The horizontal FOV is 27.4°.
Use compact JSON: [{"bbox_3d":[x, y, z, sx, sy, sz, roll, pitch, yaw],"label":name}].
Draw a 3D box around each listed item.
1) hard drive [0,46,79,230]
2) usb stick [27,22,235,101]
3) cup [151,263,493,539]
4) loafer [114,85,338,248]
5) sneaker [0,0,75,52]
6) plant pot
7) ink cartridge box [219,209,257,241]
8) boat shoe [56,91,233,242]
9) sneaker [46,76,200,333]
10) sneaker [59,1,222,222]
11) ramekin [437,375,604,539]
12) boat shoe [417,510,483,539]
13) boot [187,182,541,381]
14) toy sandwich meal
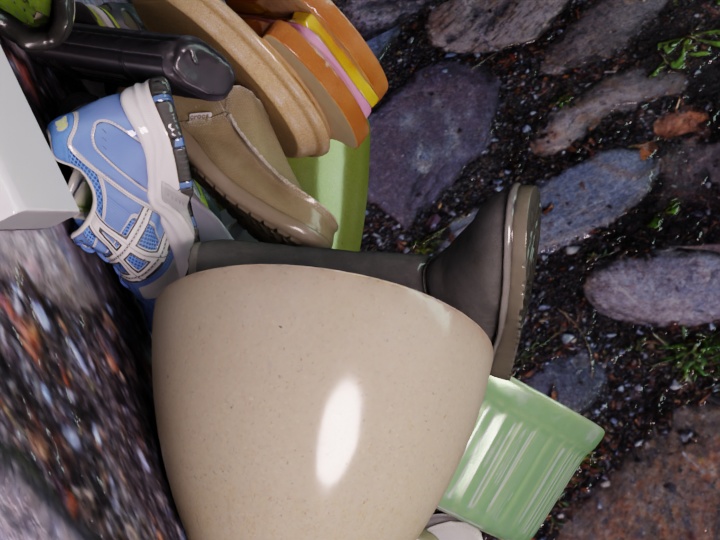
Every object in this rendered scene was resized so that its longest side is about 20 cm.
[{"bbox_3d":[-0.210,-0.115,0.755,0.201,0.027,0.132,64,3,-1],"label":"hard drive"},{"bbox_3d":[-0.151,-0.135,0.941,0.055,0.033,0.200,24,-5,-40],"label":"usb stick"},{"bbox_3d":[-0.030,0.103,0.833,0.200,0.199,0.144,59,36,-62],"label":"cup"},{"bbox_3d":[-0.080,-0.079,0.954,0.200,0.067,0.076,40,-8,26],"label":"loafer"},{"bbox_3d":[-0.221,-0.211,0.881,0.088,0.073,0.201,59,-7,48],"label":"sneaker"},{"bbox_3d":[-0.074,-0.036,1.325,0.187,0.186,0.201,60,20,-57],"label":"plant pot"},{"bbox_3d":[-0.073,0.063,1.144,0.147,0.083,0.201,-106,171,-70],"label":"ink cartridge box"},{"bbox_3d":[-0.143,-0.039,0.993,0.200,0.070,0.066,54,-4,-38],"label":"boat shoe"},{"bbox_3d":[-0.140,-0.032,0.906,0.076,0.077,0.201,-111,-168,-45],"label":"sneaker"},{"bbox_3d":[-0.147,-0.111,1.085,0.081,0.074,0.201,-33,101,-46],"label":"sneaker"},{"bbox_3d":[0.059,0.107,1.025,0.199,0.098,0.200,28,-2,1],"label":"ramekin"},{"bbox_3d":[0.025,0.200,0.928,0.200,0.068,0.075,-15,92,-50],"label":"boat shoe"},{"bbox_3d":[0.000,0.001,0.860,0.182,0.199,0.073,95,10,-53],"label":"boot"},{"bbox_3d":[-0.073,-0.157,1.007,0.205,0.070,0.205,42,-11,10],"label":"toy sandwich meal"}]
